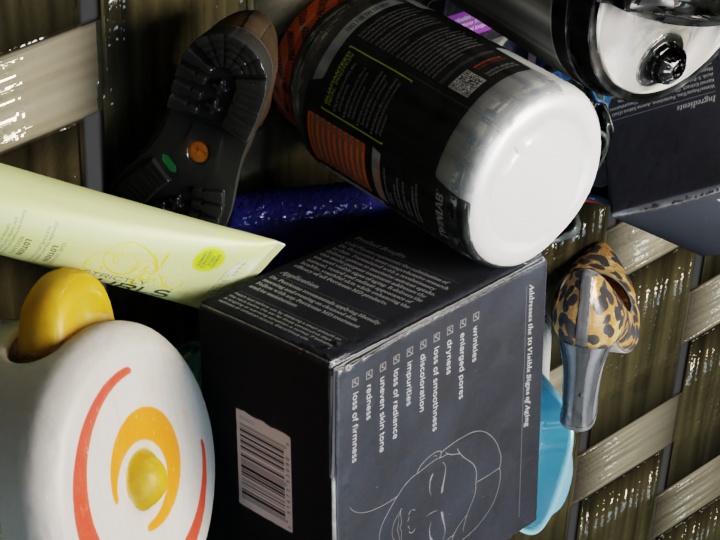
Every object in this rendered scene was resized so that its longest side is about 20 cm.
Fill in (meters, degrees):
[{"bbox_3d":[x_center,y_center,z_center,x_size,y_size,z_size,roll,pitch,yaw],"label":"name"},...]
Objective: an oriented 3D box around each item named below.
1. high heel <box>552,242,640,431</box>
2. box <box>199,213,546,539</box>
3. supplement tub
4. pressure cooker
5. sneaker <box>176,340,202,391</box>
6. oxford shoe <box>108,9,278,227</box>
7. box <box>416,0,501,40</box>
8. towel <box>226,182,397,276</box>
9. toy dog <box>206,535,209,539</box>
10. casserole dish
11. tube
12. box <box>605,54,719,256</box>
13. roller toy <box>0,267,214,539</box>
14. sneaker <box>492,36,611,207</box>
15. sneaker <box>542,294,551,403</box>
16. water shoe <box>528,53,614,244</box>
[{"bbox_3d":[0.183,0.007,1.573,0.201,0.071,0.143,-75,168,-48],"label":"high heel"},{"bbox_3d":[0.010,0.093,1.284,0.196,0.124,0.201,-24,125,-40],"label":"box"},{"bbox_3d":[0.042,-0.095,1.278,0.122,0.200,0.123,-27,134,-32],"label":"supplement tub"},{"bbox_3d":[0.160,-0.202,1.268,0.176,0.200,0.179,-38,140,-16],"label":"pressure cooker"},{"bbox_3d":[-0.088,0.064,1.339,0.199,0.078,0.080,11,110,-31],"label":"sneaker"},{"bbox_3d":[-0.097,-0.073,1.255,0.200,0.072,0.085,-56,-176,32],"label":"oxford shoe"},{"bbox_3d":[0.104,-0.252,1.363,0.142,0.036,0.201,-24,134,-34],"label":"box"},{"bbox_3d":[0.000,0.000,1.388,0.199,0.050,0.148,-6,123,-12],"label":"towel"},{"bbox_3d":[-0.078,0.215,1.419,0.140,0.194,0.200,-50,152,17],"label":"toy dog"},{"bbox_3d":[0.093,0.115,1.536,0.200,0.039,0.122,47,53,-38],"label":"casserole dish"},{"bbox_3d":[-0.147,-0.018,1.205,0.199,0.058,0.052,16,88,-31],"label":"tube"},{"bbox_3d":[0.249,-0.126,1.482,0.148,0.104,0.201,20,62,-52],"label":"box"},{"bbox_3d":[-0.173,0.118,1.195,0.183,0.139,0.201,52,45,-49],"label":"roller toy"},{"bbox_3d":[0.152,-0.110,1.489,0.075,0.084,0.200,-51,144,-3],"label":"sneaker"},{"bbox_3d":[0.119,0.056,1.608,0.201,0.071,0.073,86,19,-51],"label":"sneaker"},{"bbox_3d":[0.153,-0.114,1.407,0.071,0.079,0.201,11,100,-32],"label":"water shoe"}]
